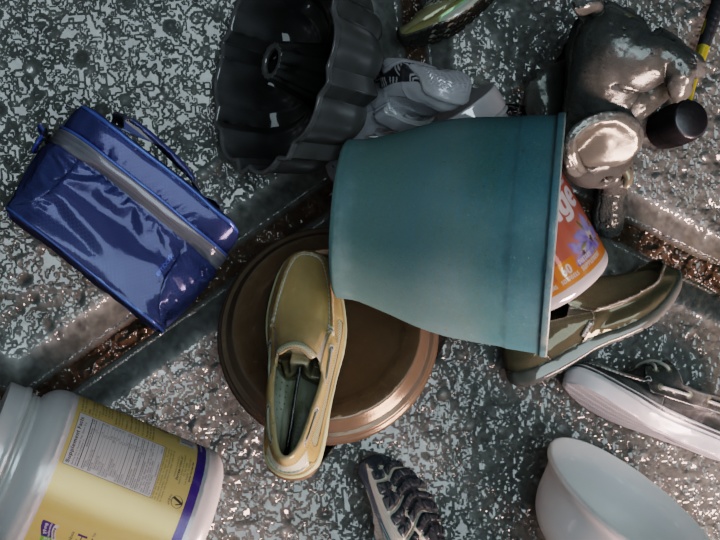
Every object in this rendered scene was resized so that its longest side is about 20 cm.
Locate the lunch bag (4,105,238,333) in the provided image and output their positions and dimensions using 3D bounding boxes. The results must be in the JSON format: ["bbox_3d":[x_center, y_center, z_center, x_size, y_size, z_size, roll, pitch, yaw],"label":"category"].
[{"bbox_3d":[-0.208,-0.055,1.351,0.199,0.136,0.133,39,81,-10],"label":"lunch bag"}]

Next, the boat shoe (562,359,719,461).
[{"bbox_3d":[0.283,0.121,1.513,0.198,0.072,0.072,25,78,-24],"label":"boat shoe"}]

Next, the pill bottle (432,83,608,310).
[{"bbox_3d":[0.137,-0.066,1.441,0.112,0.112,0.201,-34,102,-11],"label":"pill bottle"}]

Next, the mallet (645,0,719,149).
[{"bbox_3d":[0.331,-0.211,1.537,0.041,0.066,0.202,24,70,-14],"label":"mallet"}]

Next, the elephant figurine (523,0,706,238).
[{"bbox_3d":[0.220,-0.138,1.441,0.154,0.141,0.201,34,108,5],"label":"elephant figurine"}]

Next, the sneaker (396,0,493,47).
[{"bbox_3d":[0.096,-0.290,1.466,0.200,0.077,0.089,-43,86,-15],"label":"sneaker"}]

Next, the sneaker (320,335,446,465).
[{"bbox_3d":[0.012,0.104,1.421,0.199,0.104,0.060,-37,98,-11],"label":"sneaker"}]

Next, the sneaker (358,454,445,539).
[{"bbox_3d":[0.037,0.271,1.444,0.086,0.077,0.202,-32,77,30],"label":"sneaker"}]

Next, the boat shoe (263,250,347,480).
[{"bbox_3d":[-0.049,0.071,1.311,0.071,0.076,0.203,-1,70,3],"label":"boat shoe"}]

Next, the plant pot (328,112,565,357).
[{"bbox_3d":[0.072,-0.038,1.299,0.185,0.200,0.203,5,89,7],"label":"plant pot"}]

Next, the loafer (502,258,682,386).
[{"bbox_3d":[0.218,0.037,1.486,0.199,0.075,0.070,-30,101,-12],"label":"loafer"}]

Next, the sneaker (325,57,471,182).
[{"bbox_3d":[0.029,-0.127,1.383,0.074,0.199,0.117,7,95,-30],"label":"sneaker"}]

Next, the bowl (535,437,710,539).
[{"bbox_3d":[0.235,0.254,1.450,0.200,0.201,0.091,31,107,-12],"label":"bowl"}]

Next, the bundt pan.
[{"bbox_3d":[-0.049,-0.176,1.369,0.075,0.201,0.205,10,88,-35],"label":"bundt pan"}]

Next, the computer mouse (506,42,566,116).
[{"bbox_3d":[0.187,-0.176,1.499,0.199,0.034,0.059,-33,98,-11],"label":"computer mouse"}]

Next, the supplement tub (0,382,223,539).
[{"bbox_3d":[-0.233,0.191,1.342,0.198,0.145,0.147,23,85,-12],"label":"supplement tub"}]

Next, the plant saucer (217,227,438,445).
[{"bbox_3d":[-0.030,0.053,1.373,0.197,0.030,0.203,-1,70,2],"label":"plant saucer"}]
